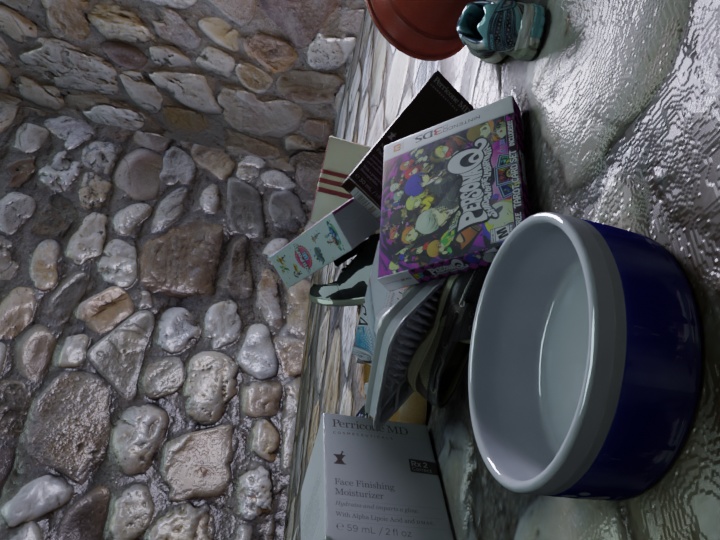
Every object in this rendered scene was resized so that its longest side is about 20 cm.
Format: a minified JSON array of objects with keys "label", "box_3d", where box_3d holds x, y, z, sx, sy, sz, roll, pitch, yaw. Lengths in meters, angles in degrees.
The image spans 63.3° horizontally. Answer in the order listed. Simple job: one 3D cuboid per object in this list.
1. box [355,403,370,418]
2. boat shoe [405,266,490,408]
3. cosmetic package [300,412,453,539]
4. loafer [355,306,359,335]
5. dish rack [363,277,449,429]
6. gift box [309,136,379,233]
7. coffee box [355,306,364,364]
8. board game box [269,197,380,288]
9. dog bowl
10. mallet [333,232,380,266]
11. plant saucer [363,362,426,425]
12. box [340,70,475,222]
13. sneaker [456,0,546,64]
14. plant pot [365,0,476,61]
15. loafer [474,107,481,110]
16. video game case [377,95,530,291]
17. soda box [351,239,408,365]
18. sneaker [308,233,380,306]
[{"label":"box","box_3d":[0.013,0.356,1.073,0.200,0.048,0.204,112,164,-55]},{"label":"boat shoe","box_3d":[0.122,0.068,0.685,0.066,0.071,0.205,39,110,43]},{"label":"cosmetic package","box_3d":[0.011,0.328,0.777,0.202,0.160,0.169,-99,22,-59]},{"label":"loafer","box_3d":[0.023,0.132,1.172,0.203,0.066,0.077,-92,15,-50]},{"label":"dish rack","box_3d":[0.061,0.086,0.734,0.171,0.043,0.203,-39,-31,-38]},{"label":"gift box","box_3d":[0.017,-0.141,1.113,0.200,0.182,0.189,-59,-17,-75]},{"label":"coffee box","box_3d":[0.050,0.068,1.039,0.202,0.078,0.115,110,166,-46]},{"label":"board game box","box_3d":[-0.039,-0.059,0.935,0.147,0.065,0.199,-38,5,-40]},{"label":"dog bowl","box_3d":[0.154,0.064,0.444,0.200,0.077,0.206,-170,90,-81]},{"label":"mallet","box_3d":[0.041,-0.065,0.996,0.042,0.196,0.066,58,-166,-17]},{"label":"plant saucer","box_3d":[0.045,0.183,0.929,0.199,0.034,0.207,178,90,-69]},{"label":"box","box_3d":[0.074,-0.166,0.826,0.201,0.100,0.075,-52,8,-9]},{"label":"sneaker","box_3d":[0.161,-0.313,0.740,0.200,0.084,0.080,-112,33,-72]},{"label":"plant pot","box_3d":[0.125,-0.431,0.809,0.195,0.196,0.207,166,113,-71]},{"label":"loafer","box_3d":[0.136,-0.115,0.736,0.073,0.070,0.206,130,149,-73]},{"label":"video game case","box_3d":[0.105,-0.090,0.681,0.178,0.036,0.205,-15,55,30]},{"label":"soda box","box_3d":[0.045,0.042,0.795,0.063,0.067,0.204,-40,-30,-48]},{"label":"sneaker","box_3d":[0.000,0.000,0.916,0.196,0.074,0.110,-4,88,35]}]
